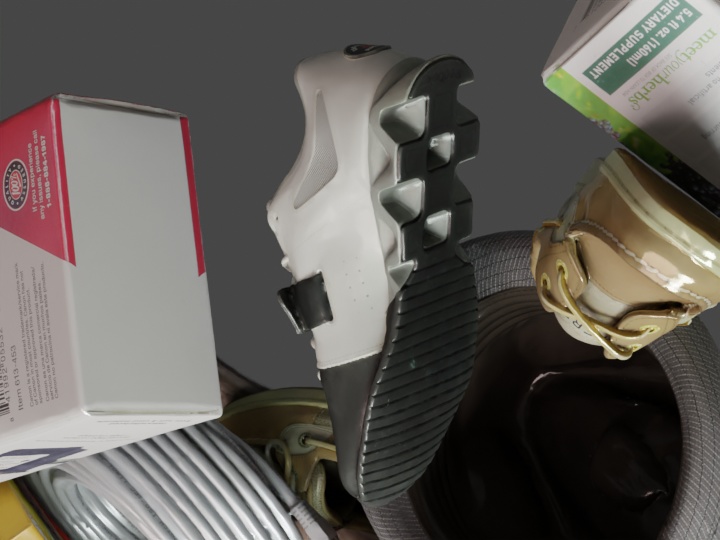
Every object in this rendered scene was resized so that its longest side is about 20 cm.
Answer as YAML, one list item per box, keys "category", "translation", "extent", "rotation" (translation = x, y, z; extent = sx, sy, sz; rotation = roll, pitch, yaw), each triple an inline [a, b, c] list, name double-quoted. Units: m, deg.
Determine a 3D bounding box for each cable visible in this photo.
- category: "cable"
  translation: [-0.107, 0.126, 1.060]
  extent: [0.200, 0.069, 0.200]
  rotation: [45, 157, 0]

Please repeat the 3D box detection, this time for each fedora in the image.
- category: "fedora"
  translation: [0.098, 0.080, 0.897]
  extent: [0.199, 0.178, 0.090]
  rotation: [23, -176, 42]

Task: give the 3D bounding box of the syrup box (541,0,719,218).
- category: "syrup box"
  translation: [0.174, -0.055, 0.730]
  extent: [0.199, 0.082, 0.079]
  rotation: [37, 142, -10]

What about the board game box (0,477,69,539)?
- category: "board game box"
  translation: [-0.191, 0.150, 1.110]
  extent: [0.200, 0.040, 0.154]
  rotation: [44, 166, 53]

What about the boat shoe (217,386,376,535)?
- category: "boat shoe"
  translation: [0.005, 0.112, 1.029]
  extent: [0.199, 0.063, 0.074]
  rotation: [10, 140, 22]

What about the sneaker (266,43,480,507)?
- category: "sneaker"
  translation: [0.000, 0.000, 0.867]
  extent: [0.088, 0.074, 0.202]
  rotation: [14, 107, 36]

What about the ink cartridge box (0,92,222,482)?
- category: "ink cartridge box"
  translation: [-0.165, 0.018, 0.946]
  extent: [0.084, 0.146, 0.199]
  rotation: [4, 163, -44]

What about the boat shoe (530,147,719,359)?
- category: "boat shoe"
  translation: [0.102, 0.000, 0.757]
  extent: [0.074, 0.067, 0.200]
  rotation: [38, -177, 2]
